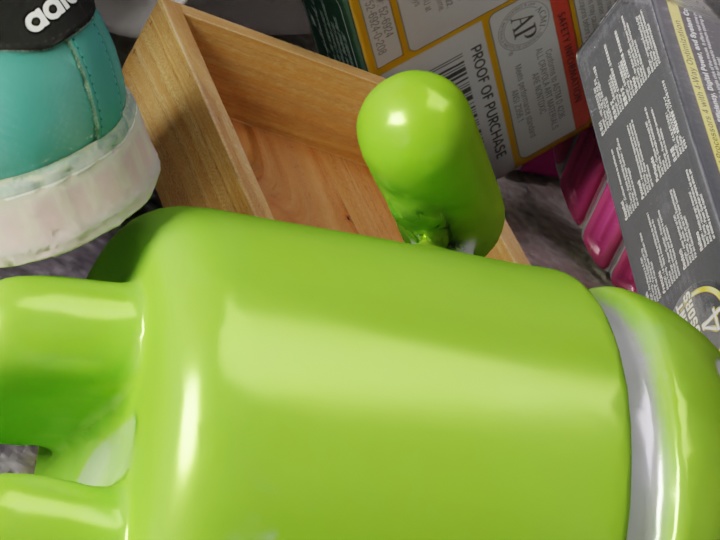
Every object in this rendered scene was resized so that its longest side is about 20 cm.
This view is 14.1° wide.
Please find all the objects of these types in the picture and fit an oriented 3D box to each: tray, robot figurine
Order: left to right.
[{"bbox_3d":[0.000,0.000,0.805,0.098,0.037,0.200,18,26,-27],"label":"tray"},{"bbox_3d":[0.003,0.052,0.639,0.199,0.116,0.176,10,68,-20],"label":"robot figurine"}]

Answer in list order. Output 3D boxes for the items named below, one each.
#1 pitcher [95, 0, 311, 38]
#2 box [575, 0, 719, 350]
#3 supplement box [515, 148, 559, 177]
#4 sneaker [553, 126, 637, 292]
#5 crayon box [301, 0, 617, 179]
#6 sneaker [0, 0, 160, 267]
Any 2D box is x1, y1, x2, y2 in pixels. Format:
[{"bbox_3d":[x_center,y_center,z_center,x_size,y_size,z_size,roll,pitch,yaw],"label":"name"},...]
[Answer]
[{"bbox_3d":[-0.062,-0.142,0.992,0.171,0.122,0.200,18,22,29],"label":"pitcher"},{"bbox_3d":[0.161,0.008,0.885,0.161,0.049,0.200,14,44,-28],"label":"box"},{"bbox_3d":[0.062,-0.128,1.104,0.101,0.104,0.200,9,30,-42],"label":"supplement box"},{"bbox_3d":[0.152,-0.009,1.013,0.200,0.081,0.088,39,21,2],"label":"sneaker"},{"bbox_3d":[0.078,-0.114,0.934,0.200,0.126,0.052,-29,50,-10],"label":"crayon box"},{"bbox_3d":[-0.139,-0.048,0.630,0.199,0.080,0.071,0,32,26],"label":"sneaker"}]
